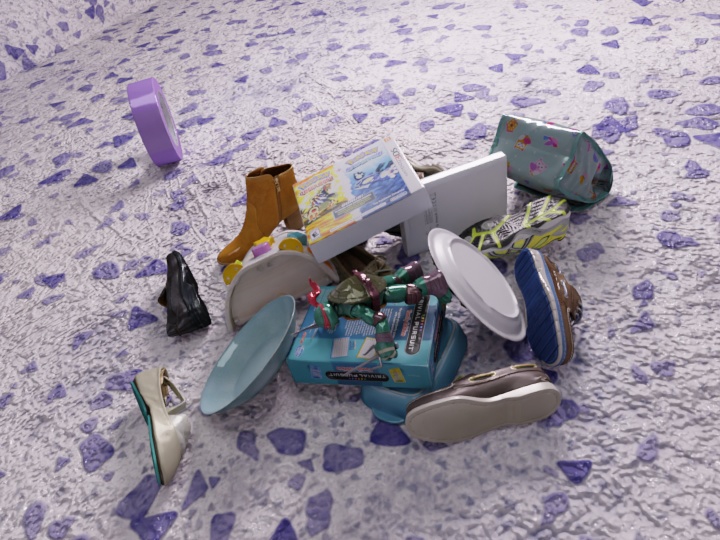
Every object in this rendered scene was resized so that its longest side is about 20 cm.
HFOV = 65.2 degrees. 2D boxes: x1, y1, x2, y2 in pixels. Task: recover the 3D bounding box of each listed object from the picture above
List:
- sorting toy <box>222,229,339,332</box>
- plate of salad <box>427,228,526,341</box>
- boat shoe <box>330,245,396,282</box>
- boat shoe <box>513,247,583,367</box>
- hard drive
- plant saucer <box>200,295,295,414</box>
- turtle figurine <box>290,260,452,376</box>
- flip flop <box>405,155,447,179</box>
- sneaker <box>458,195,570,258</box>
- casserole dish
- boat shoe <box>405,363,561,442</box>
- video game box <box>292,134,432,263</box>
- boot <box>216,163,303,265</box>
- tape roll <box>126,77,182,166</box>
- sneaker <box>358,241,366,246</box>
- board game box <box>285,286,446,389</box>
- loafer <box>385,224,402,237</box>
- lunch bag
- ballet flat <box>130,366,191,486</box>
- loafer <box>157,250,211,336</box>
[{"bbox_3d":[-0.151,-0.015,0.963,0.197,0.108,0.181,-25,24,2],"label":"sorting toy"},{"bbox_3d":[0.163,0.023,0.811,0.048,0.198,0.202,-43,30,28],"label":"plate of salad"},{"bbox_3d":[0.000,0.000,0.940,0.198,0.064,0.073,28,54,38],"label":"boat shoe"},{"bbox_3d":[0.277,0.049,0.799,0.071,0.073,0.203,12,47,-12],"label":"boat shoe"},{"bbox_3d":[0.161,-0.113,0.974,0.196,0.134,0.026,-20,38,-9],"label":"hard drive"},{"bbox_3d":[-0.150,0.126,0.805,0.200,0.039,0.202,-40,22,19],"label":"plant saucer"},{"bbox_3d":[0.010,0.049,0.726,0.197,0.102,0.150,-23,37,-17],"label":"turtle figurine"},{"bbox_3d":[0.123,-0.172,1.104,0.058,0.081,0.199,-46,47,-12],"label":"flip flop"},{"bbox_3d":[0.250,-0.049,0.927,0.196,0.077,0.076,-18,41,12],"label":"sneaker"},{"bbox_3d":[0.076,0.124,0.797,0.119,0.039,0.201,13,45,27],"label":"casserole dish"},{"bbox_3d":[0.148,0.162,0.710,0.195,0.073,0.060,-11,33,-4],"label":"boat shoe"},{"bbox_3d":[-0.004,-0.122,0.912,0.197,0.047,0.184,-26,39,4],"label":"video game box"},{"bbox_3d":[-0.200,-0.111,1.057,0.199,0.146,0.071,-31,42,-21],"label":"boot"},{"bbox_3d":[-0.503,-0.364,1.387,0.064,0.203,0.201,-17,40,-7],"label":"tape roll"},{"bbox_3d":[-0.030,-0.124,1.064,0.077,0.097,0.202,-8,41,4],"label":"sneaker"},{"bbox_3d":[0.013,0.088,0.790,0.196,0.048,0.152,-1,40,19],"label":"board game box"},{"bbox_3d":[0.027,-0.101,0.992,0.196,0.063,0.073,2,67,-20],"label":"loafer"},{"bbox_3d":[0.347,-0.190,1.014,0.198,0.124,0.169,11,15,-47],"label":"lunch bag"},{"bbox_3d":[-0.269,0.204,0.778,0.069,0.070,0.200,-26,42,-16],"label":"ballet flat"},{"bbox_3d":[-0.321,0.035,0.980,0.071,0.074,0.201,-26,41,-10],"label":"loafer"}]
